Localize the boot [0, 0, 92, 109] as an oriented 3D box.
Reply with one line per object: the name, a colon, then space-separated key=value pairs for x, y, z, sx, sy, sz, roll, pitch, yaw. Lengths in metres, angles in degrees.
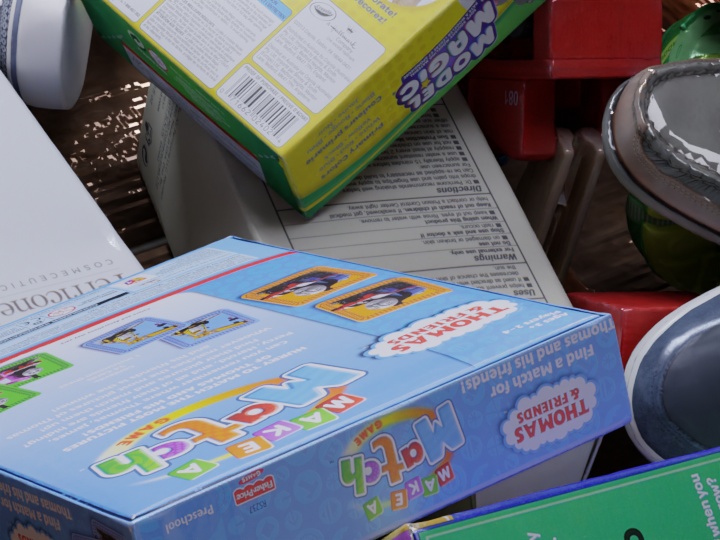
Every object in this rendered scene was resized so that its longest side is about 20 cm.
boot: x=-0.141 y=-0.115 z=1.080 sx=0.090 sy=0.073 sz=0.200 roll=6 pitch=22 yaw=-4

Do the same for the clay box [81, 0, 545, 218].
clay box: x=0.013 y=-0.124 z=0.994 sx=0.200 sy=0.048 sz=0.115 roll=-42 pitch=61 yaw=-12

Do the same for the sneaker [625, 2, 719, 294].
sneaker: x=0.139 y=-0.052 z=1.118 sx=0.083 sy=0.074 sz=0.200 roll=29 pitch=32 yaw=15

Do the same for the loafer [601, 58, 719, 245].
loafer: x=0.181 y=-0.034 z=0.970 sx=0.199 sy=0.063 sz=0.072 roll=16 pitch=65 yaw=-13

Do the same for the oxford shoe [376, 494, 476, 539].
oxford shoe: x=-0.062 y=0.092 z=0.888 sx=0.199 sy=0.085 sz=0.073 roll=-8 pitch=33 yaw=3

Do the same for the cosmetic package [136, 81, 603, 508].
cosmetic package: x=0.000 y=0.000 z=1.009 sx=0.105 sy=0.071 sz=0.200 roll=-4 pitch=45 yaw=-20

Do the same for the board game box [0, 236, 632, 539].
board game box: x=-0.045 y=0.039 z=0.822 sx=0.151 sy=0.037 sz=0.200 roll=-22 pitch=17 yaw=-29

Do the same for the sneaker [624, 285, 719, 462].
sneaker: x=0.184 y=0.024 z=0.889 sx=0.201 sy=0.146 sz=0.077 roll=-6 pitch=85 yaw=-1

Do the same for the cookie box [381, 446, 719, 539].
cookie box: x=0.071 y=0.106 z=0.832 sx=0.199 sy=0.171 sz=0.075 roll=-13 pitch=75 yaw=-30

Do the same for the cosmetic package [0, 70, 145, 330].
cosmetic package: x=-0.157 y=-0.021 z=0.979 sx=0.101 sy=0.074 sz=0.200 roll=-16 pitch=49 yaw=-32

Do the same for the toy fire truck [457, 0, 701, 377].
toy fire truck: x=0.066 y=-0.032 z=1.045 sx=0.049 sy=0.142 sz=0.200 roll=-1 pitch=5 yaw=-23
